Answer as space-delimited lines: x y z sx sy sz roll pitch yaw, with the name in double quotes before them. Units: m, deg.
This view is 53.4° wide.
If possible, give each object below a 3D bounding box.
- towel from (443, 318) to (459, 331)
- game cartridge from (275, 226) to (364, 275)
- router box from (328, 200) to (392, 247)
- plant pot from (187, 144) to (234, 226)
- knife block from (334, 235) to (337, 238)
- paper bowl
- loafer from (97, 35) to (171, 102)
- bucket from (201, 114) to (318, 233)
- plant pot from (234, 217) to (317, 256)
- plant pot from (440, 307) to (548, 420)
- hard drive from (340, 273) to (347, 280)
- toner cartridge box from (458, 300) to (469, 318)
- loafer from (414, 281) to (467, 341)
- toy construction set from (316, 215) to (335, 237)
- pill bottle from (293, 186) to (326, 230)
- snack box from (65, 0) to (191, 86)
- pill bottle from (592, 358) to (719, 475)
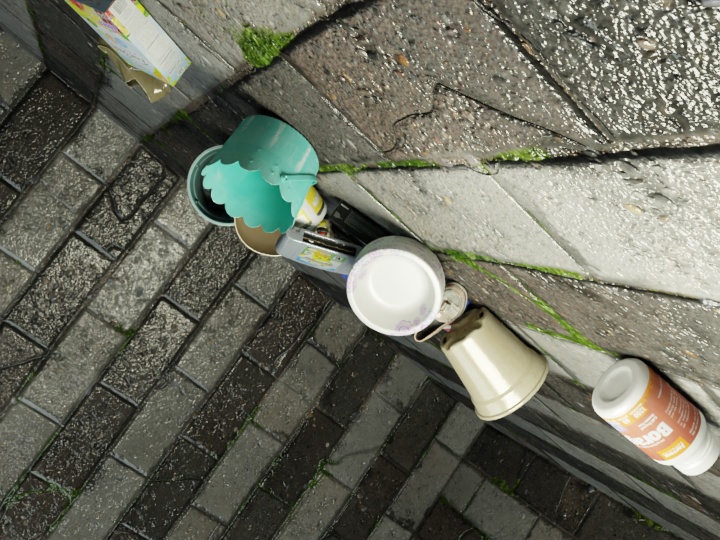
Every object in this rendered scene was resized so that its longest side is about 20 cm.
"towel" 0.253 0.151 1.735 0.198 0.023 0.143 26 169 -28
"game cartridge" -0.086 -0.040 1.590 0.197 0.041 0.133 17 164 -14
"router box" 0.029 -0.061 1.621 0.199 0.053 0.157 35 172 11
"plant pot" -0.352 -0.226 1.892 0.199 0.201 0.196 38 180 -13
"knife block" 0.013 -0.029 1.832 0.199 0.064 0.176 37 173 -1
"paper bowl" 0.077 0.024 1.480 0.200 0.201 0.105 37 -151 -5
"loafer" -0.537 -0.470 1.675 0.199 0.068 0.076 38 172 -7
"bucket" -0.183 -0.183 1.361 0.205 0.136 0.208 23 153 12
"plant pot" -0.205 -0.155 1.706 0.200 0.200 0.135 41 -165 -31
"plant pot" 0.280 0.190 1.578 0.184 0.200 0.200 49 170 -11
"hard drive" 0.033 0.053 1.892 0.199 0.026 0.132 36 172 7
"toner cartridge box" 0.204 0.082 1.717 0.094 0.043 0.200 36 172 10
"loafer" 0.176 0.101 1.597 0.072 0.063 0.201 39 145 6
"toy construction set" -0.136 -0.118 1.868 0.129 0.094 0.200 9 173 14
"pill bottle" -0.167 -0.180 1.549 0.111 0.111 0.201 26 157 52
"snack box" -0.439 -0.454 1.351 0.168 0.068 0.200 31 172 35
"pill bottle" 0.487 0.244 1.172 0.199 0.113 0.112 38 172 -11
